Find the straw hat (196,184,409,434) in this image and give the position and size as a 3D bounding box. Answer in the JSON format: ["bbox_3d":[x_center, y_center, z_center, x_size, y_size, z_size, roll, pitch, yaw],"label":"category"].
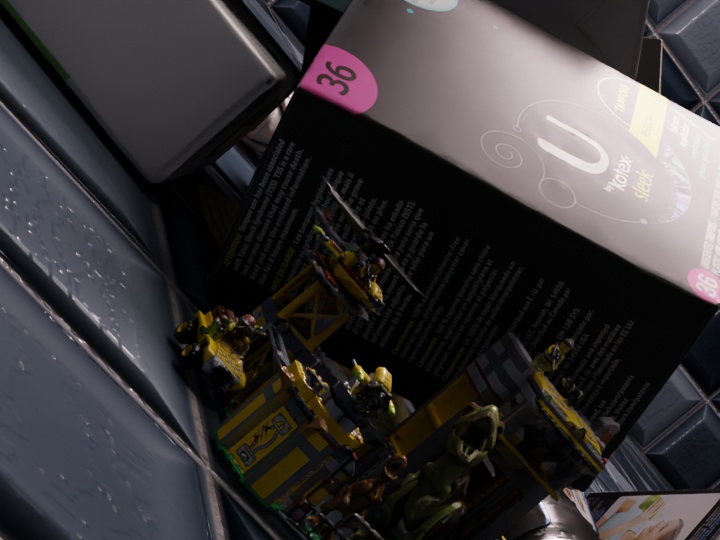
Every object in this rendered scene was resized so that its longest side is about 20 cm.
[{"bbox_3d":[0.000,0.000,0.940,0.202,0.085,0.201,51,5,-6],"label":"straw hat"}]

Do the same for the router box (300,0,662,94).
[{"bbox_3d":[0.065,-0.087,1.001,0.158,0.197,0.053,91,5,-69],"label":"router box"}]

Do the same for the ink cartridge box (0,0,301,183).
[{"bbox_3d":[-0.110,-0.130,0.903,0.146,0.084,0.200,50,6,-4],"label":"ink cartridge box"}]

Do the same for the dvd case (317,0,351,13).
[{"bbox_3d":[-0.057,-0.194,0.909,0.145,0.022,0.200,21,21,-27],"label":"dvd case"}]

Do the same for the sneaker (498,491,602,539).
[{"bbox_3d":[0.118,0.161,0.912,0.112,0.073,0.200,56,9,30],"label":"sneaker"}]

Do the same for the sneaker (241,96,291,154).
[{"bbox_3d":[-0.051,-0.097,1.278,0.200,0.076,0.092,41,16,-12],"label":"sneaker"}]

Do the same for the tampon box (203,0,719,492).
[{"bbox_3d":[0.056,-0.027,0.789,0.198,0.127,0.150,28,37,-2],"label":"tampon box"}]

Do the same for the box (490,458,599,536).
[{"bbox_3d":[0.086,0.060,1.019,0.110,0.034,0.202,49,22,-63],"label":"box"}]

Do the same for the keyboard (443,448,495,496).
[{"bbox_3d":[0.068,0.123,1.036,0.128,0.020,0.200,54,3,-30],"label":"keyboard"}]

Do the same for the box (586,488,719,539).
[{"bbox_3d":[0.197,0.191,1.009,0.117,0.060,0.200,50,-19,-6],"label":"box"}]

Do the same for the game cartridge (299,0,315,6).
[{"bbox_3d":[-0.020,-0.179,1.035,0.198,0.041,0.134,24,16,-21],"label":"game cartridge"}]

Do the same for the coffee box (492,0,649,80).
[{"bbox_3d":[0.067,-0.177,0.922,0.201,0.112,0.081,-111,-159,-51],"label":"coffee box"}]

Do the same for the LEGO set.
[{"bbox_3d":[0.035,0.062,0.665,0.200,0.116,0.154,49,6,-15],"label":"LEGO set"}]

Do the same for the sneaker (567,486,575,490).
[{"bbox_3d":[0.098,0.013,0.913,0.202,0.084,0.075,68,12,13],"label":"sneaker"}]
